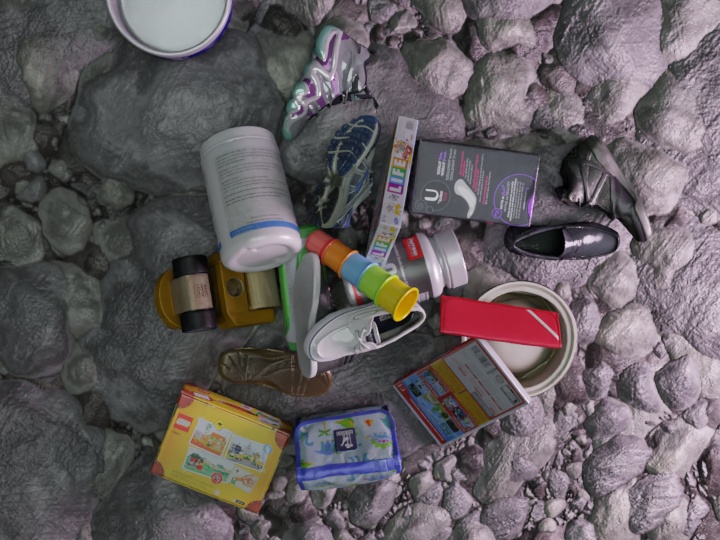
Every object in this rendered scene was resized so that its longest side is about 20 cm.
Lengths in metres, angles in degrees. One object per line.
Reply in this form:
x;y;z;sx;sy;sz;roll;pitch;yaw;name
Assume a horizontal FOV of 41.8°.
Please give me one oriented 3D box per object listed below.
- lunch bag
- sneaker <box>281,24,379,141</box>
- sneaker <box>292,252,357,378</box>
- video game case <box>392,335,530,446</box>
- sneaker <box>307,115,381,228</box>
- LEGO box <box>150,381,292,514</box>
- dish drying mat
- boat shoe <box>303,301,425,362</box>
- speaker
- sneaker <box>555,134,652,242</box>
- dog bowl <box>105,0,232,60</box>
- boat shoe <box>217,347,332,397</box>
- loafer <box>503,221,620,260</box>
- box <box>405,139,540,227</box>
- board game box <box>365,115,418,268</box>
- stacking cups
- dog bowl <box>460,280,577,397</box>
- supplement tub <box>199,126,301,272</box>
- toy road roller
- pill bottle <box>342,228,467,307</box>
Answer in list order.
-0.023;0.298;1.549;0.168;0.200;0.129;-8;97;-1;lunch bag
-0.038;-0.285;1.543;0.139;0.078;0.201;25;95;-5;sneaker
-0.050;0.067;1.514;0.098;0.071;0.202;-7;102;-30;sneaker
0.168;0.205;1.587;0.199;0.017;0.143;-34;98;34;video game case
-0.015;-0.160;1.561;0.077;0.085;0.201;31;97;37;sneaker
-0.235;0.300;1.599;0.198;0.077;0.150;23;95;-5;LEGO box
0.227;0.083;1.533;0.198;0.077;0.018;9;140;-4;dish drying mat
0.008;0.091;1.468;0.199;0.065;0.074;-26;115;-16;boat shoe
-0.094;0.028;1.572;0.087;0.088;0.202;-6;97;-2;speaker
0.403;-0.116;1.589;0.114;0.076;0.200;-36;94;3;sneaker
-0.304;-0.441;1.511;0.198;0.079;0.202;0;96;-4;dog bowl
-0.146;0.164;1.595;0.198;0.066;0.075;15;95;-18;boat shoe
0.343;-0.045;1.591;0.198;0.070;0.069;1;107;-3;loafer
0.182;-0.145;1.556;0.198;0.106;0.124;7;97;-4;box
0.049;-0.124;1.493;0.034;0.135;0.202;13;61;-4;board game box
0.000;0.000;1.475;0.199;0.060;0.061;37;94;27;stacking cups
0.264;0.113;1.607;0.198;0.074;0.202;0;96;-2;dog bowl
-0.175;-0.111;1.494;0.131;0.132;0.202;-13;71;-1;supplement tub
-0.246;0.039;1.558;0.199;0.145;0.124;-5;83;-38;toy road roller
0.069;0.003;1.563;0.198;0.114;0.115;-17;97;-1;pill bottle
